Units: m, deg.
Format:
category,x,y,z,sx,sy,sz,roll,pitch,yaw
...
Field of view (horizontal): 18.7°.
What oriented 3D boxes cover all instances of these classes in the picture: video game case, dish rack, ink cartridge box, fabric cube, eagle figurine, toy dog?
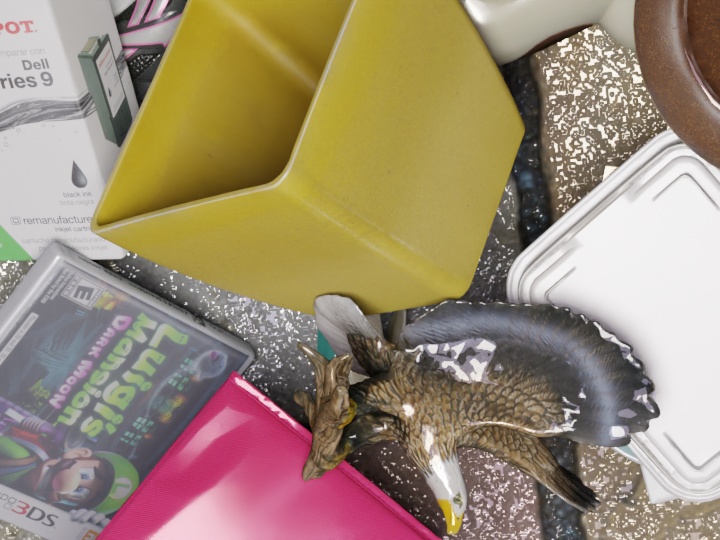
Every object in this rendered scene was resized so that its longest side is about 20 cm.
category,x,y,z,sx,sy,sz,roll,pitch,yaw
video game case,-0.199,0.095,1.519,0.182,0.023,0.200,30,106,-36
dish rack,0.204,0.031,1.345,0.172,0.044,0.200,-41,90,13
ink cartridge box,-0.233,-0.111,1.471,0.145,0.084,0.201,-1,122,21
fabric cube,-0.072,0.210,1.455,0.196,0.200,0.200,40,83,3
eagle figurine,0.063,0.089,1.347,0.199,0.152,0.152,-7,105,-15
toy dog,0.141,-0.195,1.413,0.199,0.140,0.195,3,81,-3

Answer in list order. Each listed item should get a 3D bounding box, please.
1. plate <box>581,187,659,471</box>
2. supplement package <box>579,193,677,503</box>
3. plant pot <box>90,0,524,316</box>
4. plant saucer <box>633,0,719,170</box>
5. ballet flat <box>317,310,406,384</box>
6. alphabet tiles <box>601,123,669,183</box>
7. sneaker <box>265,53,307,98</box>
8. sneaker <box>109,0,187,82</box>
category,x,y,z,sx,sy,sz,roll,pitch,yaw
plate,0.216,0.031,1.378,0.199,0.026,0.201,1,98,7
supplement package,0.241,0.031,1.449,0.155,0.111,0.201,-14,95,10
plant pot,-0.016,-0.076,1.365,0.176,0.200,0.201,36,61,-31
plant saucer,0.265,-0.149,1.313,0.199,0.034,0.201,0,86,0
ballet flat,0.000,0.000,1.518,0.062,0.067,0.201,-4,103,-18
alphabet tiles,0.244,-0.001,1.385,0.199,0.008,0.168,11,100,7
sneaker,-0.084,-0.095,1.505,0.077,0.084,0.201,25,85,17
sneaker,-0.133,-0.175,1.503,0.200,0.080,0.086,-32,98,24
